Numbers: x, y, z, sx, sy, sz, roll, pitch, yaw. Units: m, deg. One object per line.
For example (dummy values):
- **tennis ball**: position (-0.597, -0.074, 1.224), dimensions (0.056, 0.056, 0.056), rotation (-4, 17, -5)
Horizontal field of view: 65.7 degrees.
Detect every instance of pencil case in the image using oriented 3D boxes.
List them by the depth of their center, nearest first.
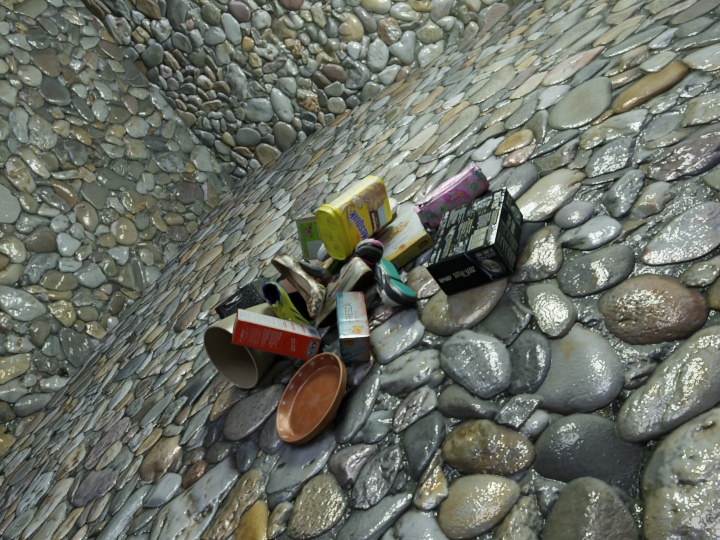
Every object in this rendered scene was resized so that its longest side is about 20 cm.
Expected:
- **pencil case**: position (0.230, -0.189, 1.425), dimensions (0.199, 0.088, 0.088), rotation (-35, 24, 4)

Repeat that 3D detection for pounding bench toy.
- **pounding bench toy**: position (-0.080, -0.075, 1.666), dimensions (0.155, 0.203, 0.124), rotation (-17, 9, -38)

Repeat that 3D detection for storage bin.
- **storage bin**: position (-0.327, 0.102, 1.654), dimensions (0.135, 0.094, 0.200), rotation (-36, -1, 9)

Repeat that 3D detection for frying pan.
- **frying pan**: position (-0.060, 0.181, 1.291), dimensions (0.114, 0.031, 0.190), rotation (-36, 27, 7)

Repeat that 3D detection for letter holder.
- **letter holder**: position (-0.146, 0.055, 1.548), dimensions (0.199, 0.101, 0.143), rotation (-15, 32, 44)

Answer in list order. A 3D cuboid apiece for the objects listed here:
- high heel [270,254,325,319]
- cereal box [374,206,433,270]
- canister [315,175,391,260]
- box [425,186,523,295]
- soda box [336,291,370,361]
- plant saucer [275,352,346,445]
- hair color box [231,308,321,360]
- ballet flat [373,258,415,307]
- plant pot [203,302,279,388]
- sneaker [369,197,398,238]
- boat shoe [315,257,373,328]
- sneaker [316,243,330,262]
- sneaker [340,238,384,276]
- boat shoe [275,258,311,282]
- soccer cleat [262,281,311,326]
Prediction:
- **high heel**: position (-0.158, 0.040, 1.362), dimensions (0.201, 0.141, 0.072), rotation (-94, 24, -54)
- **cereal box**: position (0.109, -0.081, 1.478), dimensions (0.143, 0.040, 0.201), rotation (-38, 24, 12)
- **canister**: position (-0.013, -0.144, 1.479), dimensions (0.086, 0.150, 0.200), rotation (18, 46, 40)
- **box**: position (0.246, -0.063, 1.184), dimensions (0.163, 0.086, 0.201), rotation (-22, 29, 36)
- **soda box**: position (-0.018, 0.122, 1.253), dimensions (0.067, 0.064, 0.201), rotation (-2, 26, -3)
- **plant saucer**: position (-0.099, 0.266, 1.157), dimensions (0.200, 0.032, 0.201), rotation (-38, 30, 26)
- **hair color box**: position (-0.199, 0.152, 1.315), dimensions (0.102, 0.198, 0.062), rotation (-138, 64, -74)
- **ballet flat**: position (0.073, 0.043, 1.295), dimensions (0.073, 0.073, 0.200), rotation (-38, 30, 4)
- **plant pot**: position (-0.276, 0.172, 1.468), dimensions (0.186, 0.189, 0.200), rotation (-16, 18, 42)
- **sneaker**: position (0.042, -0.120, 1.614), dimensions (0.200, 0.082, 0.077), rotation (-41, 54, -16)
- **boat shoe**: position (-0.050, 0.057, 1.381), dimensions (0.065, 0.072, 0.201), rotation (47, 108, 27)
- **sneaker**: position (-0.073, -0.115, 1.556), dimensions (0.201, 0.070, 0.073), rotation (-57, -9, -18)
- **sneaker**: position (0.000, 0.000, 1.425), dimensions (0.200, 0.073, 0.088), rotation (-48, 24, 46)
- **boat shoe**: position (-0.191, 0.012, 1.677), dimensions (0.073, 0.075, 0.200), rotation (-22, -9, -38)
- **soccer cleat**: position (-0.190, 0.112, 1.420), dimensions (0.065, 0.201, 0.084), rotation (-39, -20, 7)
